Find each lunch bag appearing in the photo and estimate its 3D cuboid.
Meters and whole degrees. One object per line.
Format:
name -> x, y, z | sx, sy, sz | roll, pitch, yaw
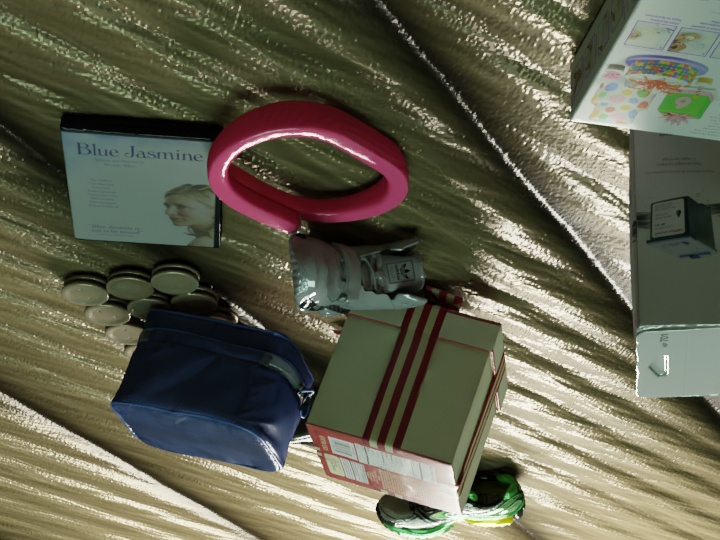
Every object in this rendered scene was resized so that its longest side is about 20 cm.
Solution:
lunch bag -> -0.144, 0.119, 1.670 | 0.200, 0.132, 0.136 | 10, 155, 15

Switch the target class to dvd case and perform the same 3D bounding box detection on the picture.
dvd case -> -0.198, -0.078, 1.465 | 0.143, 0.018, 0.200 | 4, 151, -4

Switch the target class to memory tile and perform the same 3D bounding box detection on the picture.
memory tile -> -0.213, 0.047, 1.703 | 0.153, 0.017, 0.200 | -8, 150, 16

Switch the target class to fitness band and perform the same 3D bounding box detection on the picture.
fitness band -> -0.046, -0.087, 1.404 | 0.144, 0.037, 0.200 | -24, 149, 31

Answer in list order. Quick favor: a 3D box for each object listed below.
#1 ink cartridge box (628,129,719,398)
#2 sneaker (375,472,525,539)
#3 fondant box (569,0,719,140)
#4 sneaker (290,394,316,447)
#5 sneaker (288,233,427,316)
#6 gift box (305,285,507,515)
ink cartridge box -> 0.277, -0.008, 1.385 | 0.086, 0.200, 0.146 | -3, 152, 8
sneaker -> 0.118, 0.300, 2.119 | 0.200, 0.078, 0.085 | -10, 145, 2
fondant box -> 0.258, -0.180, 1.215 | 0.144, 0.058, 0.200 | 6, 151, -10
sneaker -> -0.057, 0.192, 1.904 | 0.199, 0.076, 0.114 | -5, 145, 1
sneaker -> 0.000, 0.000, 1.517 | 0.115, 0.075, 0.200 | -8, 172, 8
gift box -> 0.042, 0.120, 1.662 | 0.200, 0.187, 0.185 | 18, 156, 11
